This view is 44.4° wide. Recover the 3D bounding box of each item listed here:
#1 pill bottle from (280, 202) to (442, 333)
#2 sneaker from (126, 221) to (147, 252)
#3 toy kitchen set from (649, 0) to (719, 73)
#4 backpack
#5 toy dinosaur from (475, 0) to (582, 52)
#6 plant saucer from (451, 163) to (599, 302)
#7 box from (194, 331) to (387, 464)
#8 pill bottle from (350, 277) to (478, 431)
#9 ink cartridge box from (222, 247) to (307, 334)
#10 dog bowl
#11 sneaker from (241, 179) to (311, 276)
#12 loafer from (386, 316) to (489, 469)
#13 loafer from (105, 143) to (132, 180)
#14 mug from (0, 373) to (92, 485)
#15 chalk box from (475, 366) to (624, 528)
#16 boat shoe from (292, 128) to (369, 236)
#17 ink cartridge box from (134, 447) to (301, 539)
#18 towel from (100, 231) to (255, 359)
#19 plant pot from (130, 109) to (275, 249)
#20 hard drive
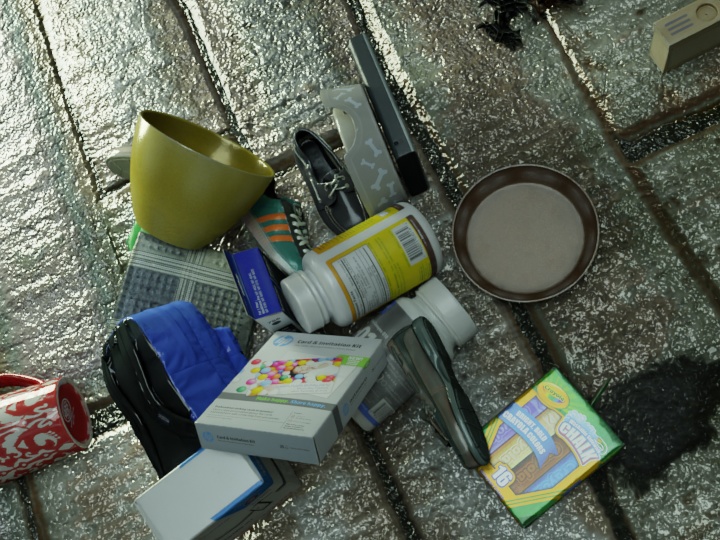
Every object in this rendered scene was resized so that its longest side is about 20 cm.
[{"bbox_3d":[0.000,0.000,1.155,0.200,0.109,0.109,-29,69,-13],"label":"pill bottle"},{"bbox_3d":[-0.302,-0.024,1.320,0.083,0.074,0.200,-9,75,42],"label":"sneaker"},{"bbox_3d":[0.457,-0.428,1.218,0.180,0.163,0.200,-27,69,3],"label":"toy kitchen set"},{"bbox_3d":[-0.233,0.144,1.151,0.200,0.168,0.163,52,128,12],"label":"backpack"},{"bbox_3d":[0.230,-0.411,1.317,0.200,0.102,0.136,3,58,32],"label":"toy dinosaur"},{"bbox_3d":[0.227,-0.049,1.222,0.200,0.034,0.201,-4,72,12],"label":"plant saucer"},{"bbox_3d":[-0.076,0.144,1.048,0.156,0.200,0.041,2,118,26],"label":"box"},{"bbox_3d":[0.051,0.108,1.169,0.200,0.114,0.114,-40,70,-2],"label":"pill bottle"},{"bbox_3d":[-0.120,0.034,1.183,0.039,0.200,0.100,-25,71,5],"label":"ink cartridge box"},{"bbox_3d":[0.009,-0.166,1.223,0.059,0.200,0.200,-22,70,6],"label":"dog bowl"},{"bbox_3d":[-0.108,-0.059,1.277,0.080,0.071,0.200,-41,68,3],"label":"sneaker"},{"bbox_3d":[0.092,0.153,1.059,0.063,0.072,0.200,-31,59,15],"label":"loafer"},{"bbox_3d":[-0.288,-0.169,1.359,0.200,0.072,0.063,7,58,8],"label":"loafer"},{"bbox_3d":[-0.501,0.214,1.251,0.200,0.133,0.178,-20,72,2],"label":"mug"},{"bbox_3d":[0.240,0.209,1.092,0.200,0.125,0.124,-39,69,0],"label":"chalk box"},{"bbox_3d":[-0.046,-0.124,1.287,0.073,0.063,0.200,-30,70,2],"label":"boat shoe"},{"bbox_3d":[-0.172,0.281,1.120,0.146,0.200,0.084,-38,72,-1],"label":"ink cartridge box"},{"bbox_3d":[-0.245,0.059,1.258,0.200,0.035,0.193,15,81,-7],"label":"towel"},{"bbox_3d":[-0.239,-0.115,1.225,0.200,0.200,0.142,33,104,19],"label":"plant pot"},{"bbox_3d":[0.040,-0.220,1.257,0.033,0.140,0.200,-23,70,5],"label":"hard drive"}]
